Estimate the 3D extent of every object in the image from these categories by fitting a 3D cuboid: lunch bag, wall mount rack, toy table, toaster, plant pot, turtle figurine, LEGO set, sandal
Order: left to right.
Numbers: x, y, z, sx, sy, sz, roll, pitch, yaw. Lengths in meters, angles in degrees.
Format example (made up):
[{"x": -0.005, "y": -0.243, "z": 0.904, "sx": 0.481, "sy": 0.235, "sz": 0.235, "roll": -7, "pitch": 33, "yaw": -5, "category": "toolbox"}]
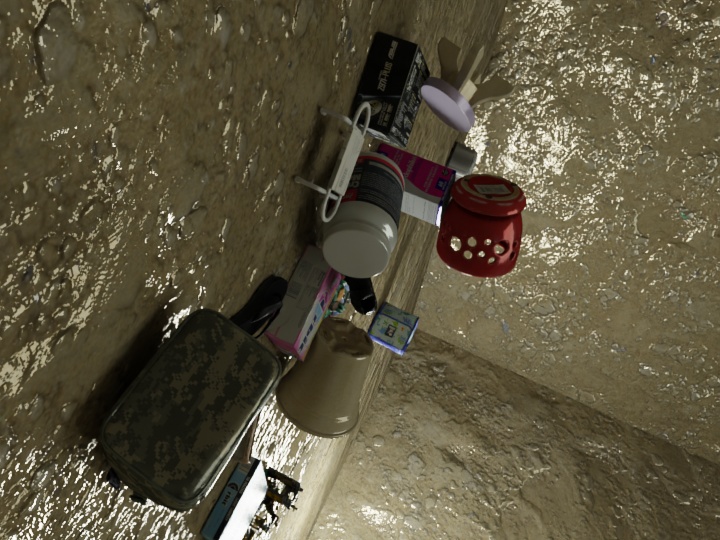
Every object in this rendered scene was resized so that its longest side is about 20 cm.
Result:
[{"x": -0.201, "y": 0.172, "z": 0.663, "sx": 0.202, "sy": 0.137, "sz": 0.168, "roll": -58, "pitch": -178, "yaw": -32, "category": "lunch bag"}, {"x": -0.165, "y": 0.082, "z": 0.905, "sx": 0.201, "sy": 0.042, "sz": 0.078, "roll": -54, "pitch": 162, "yaw": -52, "category": "sandal"}, {"x": -0.220, "y": 0.607, "z": 1.412, "sx": 0.200, "sy": 0.113, "sz": 0.157, "roll": -50, "pitch": 159, "yaw": -57, "category": "LEGO set"}, {"x": -0.062, "y": 0.211, "z": 1.195, "sx": 0.187, "sy": 0.197, "sz": 0.200, "roll": -67, "pitch": 170, "yaw": 24, "category": "plant pot"}, {"x": -0.042, "y": -0.186, "z": 0.953, "sx": 0.205, "sy": 0.073, "sz": 0.173, "roll": -69, "pitch": 166, "yaw": 3, "category": "wall mount rack"}, {"x": -0.053, "y": 0.071, "z": 1.287, "sx": 0.149, "sy": 0.100, "sz": 0.203, "roll": -18, "pitch": 144, "yaw": -59, "category": "turtle figurine"}, {"x": 0.132, "y": 0.244, "z": 2.306, "sx": 0.201, "sy": 0.166, "sz": 0.130, "roll": -51, "pitch": 160, "yaw": -51, "category": "lunch bag"}, {"x": 0.486, "y": -0.512, "z": 2.731, "sx": 0.114, "sy": 0.126, "sz": 0.205, "roll": 66, "pitch": 46, "yaw": -73, "category": "toaster"}, {"x": 0.205, "y": -0.370, "z": 1.136, "sx": 0.118, "sy": 0.182, "sz": 0.200, "roll": -53, "pitch": -178, "yaw": 4, "category": "toy table"}, {"x": 0.284, "y": -0.114, "z": 1.314, "sx": 0.201, "sy": 0.195, "sz": 0.187, "roll": -52, "pitch": 152, "yaw": -54, "category": "plant pot"}]

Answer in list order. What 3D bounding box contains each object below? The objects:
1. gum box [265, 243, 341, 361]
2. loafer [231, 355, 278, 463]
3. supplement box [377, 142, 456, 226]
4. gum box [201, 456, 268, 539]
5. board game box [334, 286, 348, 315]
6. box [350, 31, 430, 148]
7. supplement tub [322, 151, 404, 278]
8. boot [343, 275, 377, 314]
[{"x": -0.104, "y": 0.059, "z": 1.097, "sx": 0.114, "sy": 0.065, "sz": 0.204, "roll": 80, "pitch": 33, "yaw": -68, "category": "gum box"}, {"x": -0.191, "y": 0.252, "z": 1.043, "sx": 0.072, "sy": 0.061, "sz": 0.205, "roll": 66, "pitch": 46, "yaw": -73, "category": "loafer"}, {"x": 0.119, "y": -0.206, "z": 1.350, "sx": 0.104, "sy": 0.195, "sz": 0.103, "roll": 81, "pitch": 33, "yaw": -67, "category": "supplement box"}, {"x": -0.264, "y": 0.511, "z": 1.213, "sx": 0.202, "sy": 0.043, "sz": 0.172, "roll": 94, "pitch": 20, "yaw": -54, "category": "gum box"}, {"x": -0.035, "y": 0.018, "z": 1.479, "sx": 0.103, "sy": 0.019, "sz": 0.205, "roll": -2, "pitch": 112, "yaw": -80, "category": "board game box"}, {"x": 0.063, "y": -0.346, "z": 1.111, "sx": 0.200, "sy": 0.084, "sz": 0.168, "roll": -20, "pitch": 130, "yaw": -76, "category": "box"}, {"x": 0.006, "y": -0.105, "z": 1.041, "sx": 0.142, "sy": 0.136, "sz": 0.204, "roll": 98, "pitch": 2, "yaw": -51, "category": "supplement tub"}, {"x": 0.000, "y": 0.000, "z": 1.146, "sx": 0.064, "sy": 0.203, "sz": 0.165, "roll": -28, "pitch": 144, "yaw": 9, "category": "boot"}]
